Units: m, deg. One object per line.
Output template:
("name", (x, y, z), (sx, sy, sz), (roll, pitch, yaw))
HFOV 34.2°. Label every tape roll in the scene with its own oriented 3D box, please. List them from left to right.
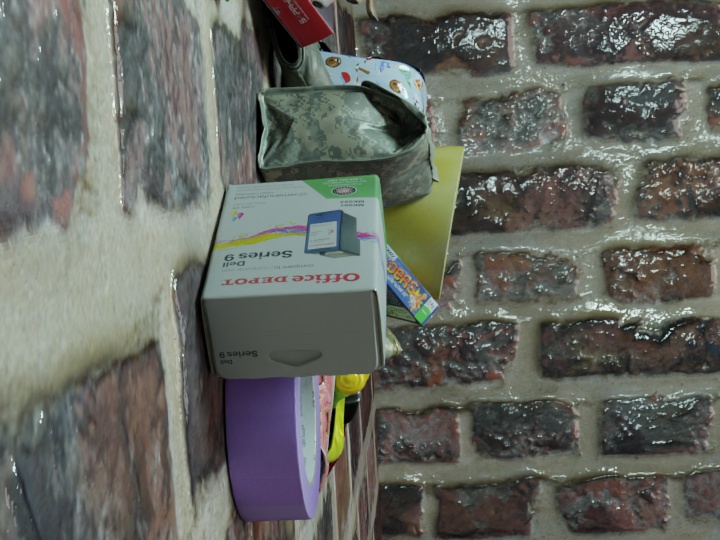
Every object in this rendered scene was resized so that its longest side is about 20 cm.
("tape roll", (-0.080, 0.136, 1.112), (0.200, 0.065, 0.201), (-2, 90, -87))

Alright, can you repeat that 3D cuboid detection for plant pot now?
("plant pot", (0.049, -0.071, 1.513), (0.200, 0.142, 0.201), (9, 90, -85))

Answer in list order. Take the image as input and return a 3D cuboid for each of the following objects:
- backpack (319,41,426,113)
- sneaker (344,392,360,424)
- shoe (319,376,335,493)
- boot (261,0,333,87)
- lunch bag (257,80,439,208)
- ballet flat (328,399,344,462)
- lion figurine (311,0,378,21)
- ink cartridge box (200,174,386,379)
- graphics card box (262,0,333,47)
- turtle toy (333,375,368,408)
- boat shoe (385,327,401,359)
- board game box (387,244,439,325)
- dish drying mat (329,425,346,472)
("backpack", (-0.004, -0.207, 1.582), (0.200, 0.190, 0.155), (82, 6, -63))
("sneaker", (-0.041, 0.119, 1.694), (0.116, 0.075, 0.201), (-91, 176, -62))
("shoe", (-0.062, 0.155, 1.313), (0.091, 0.071, 0.201), (-100, -169, -73))
("boot", (-0.077, -0.244, 1.417), (0.131, 0.068, 0.201), (-17, 88, -83))
("lunch bag", (-0.010, -0.137, 1.358), (0.164, 0.199, 0.118), (75, 13, -70))
("ballet flat", (-0.053, 0.163, 1.567), (0.067, 0.067, 0.201), (-13, 101, -73))
("lion figurine", (-0.049, -0.350, 1.216), (0.123, 0.200, 0.072), (-65, -173, -15))
("ink cartridge box", (-0.051, 0.002, 1.017), (0.200, 0.145, 0.088), (-87, 172, -56))
("graphics card box", (-0.078, -0.373, 1.344), (0.125, 0.051, 0.200), (46, 34, -47))
("turtle toy", (-0.044, 0.069, 1.429), (0.146, 0.101, 0.201), (26, 60, -87))
("boat shoe", (-0.010, 0.078, 1.752), (0.200, 0.063, 0.073), (51, -43, 47))
("board game box", (0.000, 0.000, 1.459), (0.135, 0.034, 0.200), (50, -17, -23))
("dish drying mat", (-0.042, 0.258, 1.736), (0.077, 0.018, 0.200), (-61, -176, 11))
